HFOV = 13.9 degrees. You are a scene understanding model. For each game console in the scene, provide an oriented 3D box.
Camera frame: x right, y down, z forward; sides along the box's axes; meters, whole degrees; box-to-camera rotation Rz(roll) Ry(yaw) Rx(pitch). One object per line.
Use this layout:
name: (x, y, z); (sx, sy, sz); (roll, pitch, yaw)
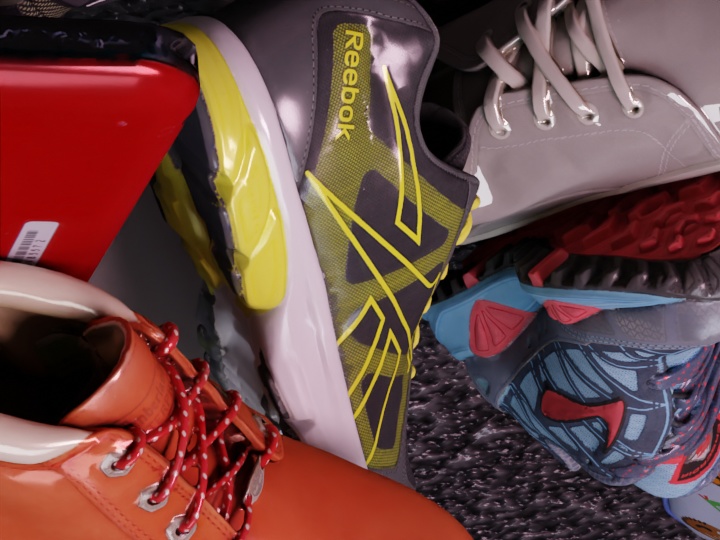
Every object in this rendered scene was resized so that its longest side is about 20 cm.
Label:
game console: (-0.144, -0.059, 0.708); (0.172, 0.119, 0.200); (1, 160, -18)

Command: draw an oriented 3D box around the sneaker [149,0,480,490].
sneaker: (0.000, 0.000, 0.812); (0.084, 0.075, 0.200); (-29, 140, -13)

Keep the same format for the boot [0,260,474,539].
boot: (-0.047, 0.056, 0.734); (0.199, 0.075, 0.107); (16, 146, -15)

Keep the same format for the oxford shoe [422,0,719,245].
oxford shoe: (0.064, -0.056, 0.821); (0.058, 0.075, 0.200); (3, 159, -46)

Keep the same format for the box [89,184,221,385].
box: (-0.131, 0.033, 0.932); (0.078, 0.095, 0.200); (18, 145, -41)

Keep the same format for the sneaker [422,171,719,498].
sneaker: (0.091, 0.020, 0.895); (0.079, 0.096, 0.200); (-35, -175, -15)

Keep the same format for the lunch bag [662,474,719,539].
lunch bag: (0.181, 0.069, 1.011); (0.160, 0.076, 0.200); (28, 166, 15)

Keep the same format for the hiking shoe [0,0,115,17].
hiking shoe: (-0.057, -0.089, 0.728); (0.100, 0.076, 0.200); (15, 145, -26)
